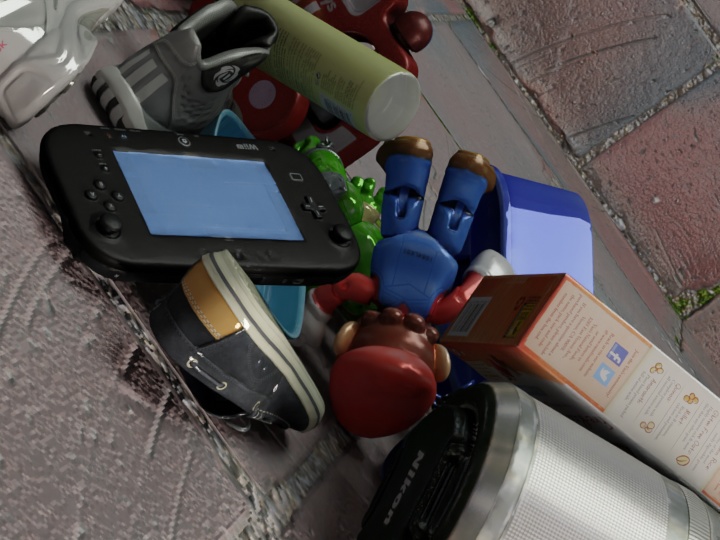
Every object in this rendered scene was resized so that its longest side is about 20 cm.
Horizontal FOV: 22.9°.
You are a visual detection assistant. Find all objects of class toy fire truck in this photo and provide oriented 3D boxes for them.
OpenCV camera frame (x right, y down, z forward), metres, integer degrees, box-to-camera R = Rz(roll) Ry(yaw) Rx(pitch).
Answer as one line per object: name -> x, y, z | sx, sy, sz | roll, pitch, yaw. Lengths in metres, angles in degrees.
toy fire truck -> -0.032, -0.186, 1.450 | 0.200, 0.168, 0.112 | 61, 15, 24

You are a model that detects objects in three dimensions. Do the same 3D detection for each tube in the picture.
tube -> -0.041, -0.154, 1.230 | 0.200, 0.058, 0.052 | 34, 10, 38

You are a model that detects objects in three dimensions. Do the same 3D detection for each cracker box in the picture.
cracker box -> 0.157, 0.083, 1.080 | 0.200, 0.058, 0.134 | 38, -11, -12

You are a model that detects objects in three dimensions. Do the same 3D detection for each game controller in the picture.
game controller -> -0.090, -0.037, 1.021 | 0.199, 0.042, 0.105 | 2, 58, -42

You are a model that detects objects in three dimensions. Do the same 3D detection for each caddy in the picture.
caddy -> 0.100, 0.020, 1.322 | 0.105, 0.141, 0.201 | 9, 66, -17

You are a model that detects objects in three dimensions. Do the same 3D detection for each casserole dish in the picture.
casserole dish -> -0.079, -0.026, 1.148 | 0.121, 0.039, 0.200 | 59, 13, -23

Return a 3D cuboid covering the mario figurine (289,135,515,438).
mario figurine -> 0.026, 0.016, 1.205 | 0.123, 0.201, 0.106 | 10, -12, 35

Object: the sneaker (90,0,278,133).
sneaker -> -0.094, -0.132, 1.221 | 0.075, 0.115, 0.200 | 56, 14, 7

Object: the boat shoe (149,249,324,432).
boat shoe -> -0.069, 0.050, 0.999 | 0.075, 0.062, 0.200 | 55, -2, 23

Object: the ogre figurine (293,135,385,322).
ogre figurine -> 0.000, 0.000, 1.287 | 0.120, 0.098, 0.201 | -88, 175, -87

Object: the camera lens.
camera lens -> 0.107, 0.170, 1.004 | 0.200, 0.160, 0.160 | 31, 19, -11

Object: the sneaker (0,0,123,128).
sneaker -> -0.198, -0.164, 1.042 | 0.099, 0.078, 0.200 | 46, 15, -19

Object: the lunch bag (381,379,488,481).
lunch bag -> 0.108, 0.158, 1.191 | 0.200, 0.132, 0.136 | 56, 32, 11
